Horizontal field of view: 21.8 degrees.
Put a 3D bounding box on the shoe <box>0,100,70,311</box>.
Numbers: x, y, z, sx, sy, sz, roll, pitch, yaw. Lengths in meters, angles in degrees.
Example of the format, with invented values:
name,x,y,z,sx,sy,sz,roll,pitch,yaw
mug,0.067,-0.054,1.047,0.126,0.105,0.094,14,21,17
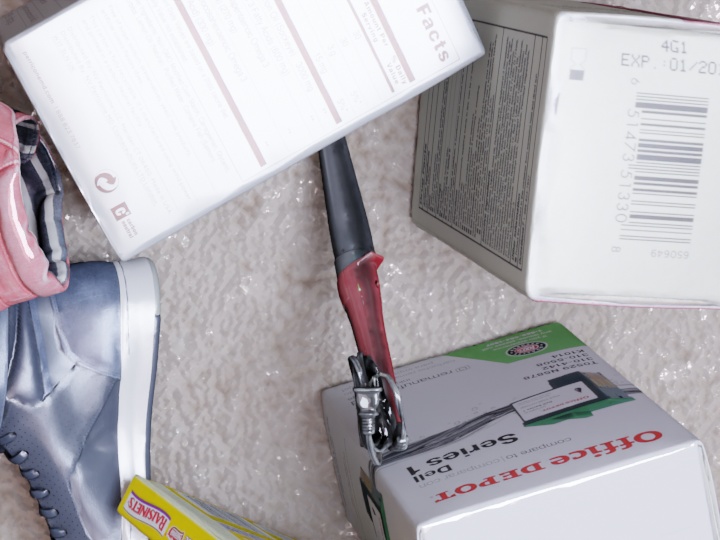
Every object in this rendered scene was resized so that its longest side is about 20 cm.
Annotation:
name,x,y,z,sx,sy,sz,roll,pitch,yaw
shoe,-0.194,-0.071,0.867,0.090,0.071,0.202,-16,79,9

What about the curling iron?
name,x,y,z,sx,sy,sz,roll,pitch,yaw
curling iron,0.000,0.000,0.924,0.025,0.050,0.201,-8,60,-1

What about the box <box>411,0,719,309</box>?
name,x,y,z,sx,sy,sz,roll,pitch,yaw
box,0.105,-0.064,0.905,0.108,0.200,0.129,3,101,-14

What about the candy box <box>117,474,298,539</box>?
name,x,y,z,sx,sy,sz,roll,pitch,yaw
candy box,-0.021,0.159,0.935,0.199,0.102,0.027,30,90,-41

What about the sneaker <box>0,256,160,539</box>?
name,x,y,z,sx,sy,sz,roll,pitch,yaw
sneaker,-0.176,0.095,0.931,0.145,0.077,0.204,-1,96,-21

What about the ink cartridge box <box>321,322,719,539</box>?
name,x,y,z,sx,sy,sz,roll,pitch,yaw
ink cartridge box,0.076,0.107,0.933,0.145,0.200,0.085,-16,107,-10

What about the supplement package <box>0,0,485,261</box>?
name,x,y,z,sx,sy,sz,roll,pitch,yaw
supplement package,-0.061,-0.112,0.900,0.199,0.117,0.118,-30,106,-6
